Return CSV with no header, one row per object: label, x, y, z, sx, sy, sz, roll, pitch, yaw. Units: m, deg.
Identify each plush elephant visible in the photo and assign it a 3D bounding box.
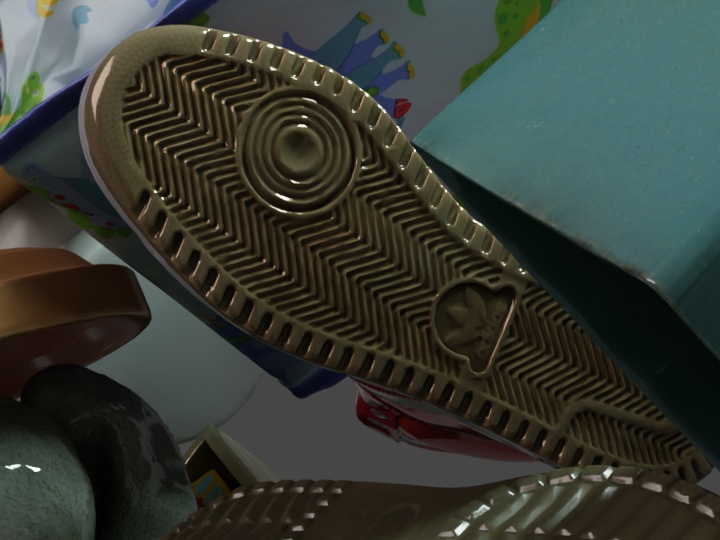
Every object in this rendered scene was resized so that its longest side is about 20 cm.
plush elephant,-0.126,0.108,0.763,0.199,0.164,0.156,-15,78,29

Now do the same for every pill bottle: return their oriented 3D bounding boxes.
pill bottle,-0.101,-0.002,0.997,0.113,0.113,0.200,-53,24,1

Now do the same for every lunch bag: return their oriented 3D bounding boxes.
lunch bag,-0.001,-0.085,0.775,0.199,0.170,0.128,-34,49,17

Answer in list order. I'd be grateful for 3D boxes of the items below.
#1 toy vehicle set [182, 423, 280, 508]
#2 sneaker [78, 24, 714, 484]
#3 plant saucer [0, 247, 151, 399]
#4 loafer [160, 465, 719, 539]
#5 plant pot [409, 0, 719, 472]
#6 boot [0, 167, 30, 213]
toy vehicle set,-0.051,0.136,0.829,0.125,0.026,0.200,-53,24,1
sneaker,0.000,0.000,0.718,0.072,0.199,0.112,-61,17,-8
plant saucer,-0.161,0.035,0.781,0.199,0.033,0.200,-21,-6,-2
loafer,0.033,0.096,0.677,0.199,0.068,0.076,3,31,41
plant pot,0.145,-0.041,0.591,0.200,0.141,0.141,-47,24,-4
boot,-0.106,-0.051,0.880,0.154,0.077,0.200,-19,11,-8
